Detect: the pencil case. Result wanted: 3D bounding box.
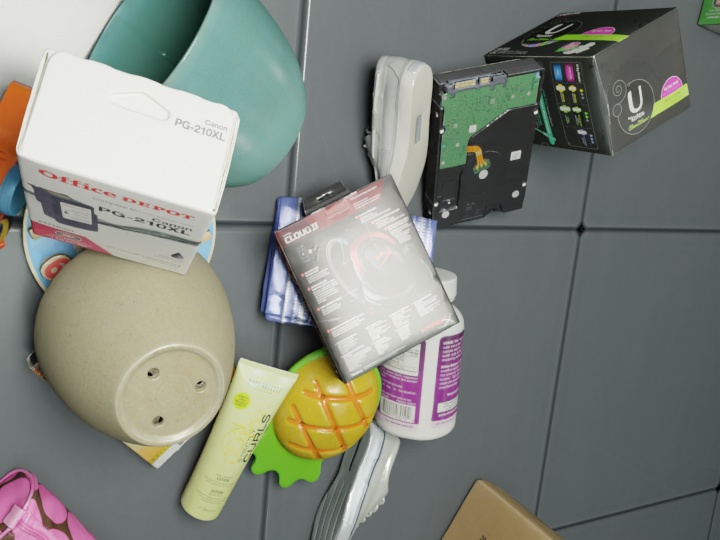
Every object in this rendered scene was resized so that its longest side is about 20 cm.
[{"bbox_3d":[-0.317,0.306,0.822,0.091,0.093,0.202,-42,119,-14],"label":"pencil case"}]

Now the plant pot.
[{"bbox_3d":[-0.147,-0.175,0.741,0.160,0.199,0.203,35,85,-42],"label":"plant pot"}]

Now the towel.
[{"bbox_3d":[-0.013,-0.002,0.911,0.195,0.024,0.149,8,89,-7],"label":"towel"}]

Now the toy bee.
[{"bbox_3d":[-0.349,-0.071,0.714,0.130,0.109,0.201,41,66,-1],"label":"toy bee"}]

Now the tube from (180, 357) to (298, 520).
[{"bbox_3d":[-0.147,0.194,0.890,0.203,0.051,0.058,-62,162,14],"label":"tube"}]

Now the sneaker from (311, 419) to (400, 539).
[{"bbox_3d":[0.000,0.301,1.020,0.070,0.073,0.204,24,90,-29],"label":"sneaker"}]

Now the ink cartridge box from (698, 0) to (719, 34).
[{"bbox_3d":[0.604,-0.458,1.135,0.081,0.146,0.205,7,99,-30],"label":"ink cartridge box"}]

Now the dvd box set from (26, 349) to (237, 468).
[{"bbox_3d":[-0.234,0.108,0.836,0.146,0.029,0.201,-42,127,-8],"label":"dvd box set"}]

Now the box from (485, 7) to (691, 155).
[{"bbox_3d":[0.282,-0.240,0.968,0.147,0.199,0.126,-31,116,-20],"label":"box"}]

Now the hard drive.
[{"bbox_3d":[0.148,-0.155,0.957,0.137,0.038,0.203,-14,133,-15],"label":"hard drive"}]

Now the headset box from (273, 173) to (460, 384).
[{"bbox_3d":[0.000,0.000,0.861,0.146,0.075,0.203,-26,90,-8],"label":"headset box"}]

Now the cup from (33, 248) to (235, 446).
[{"bbox_3d":[-0.199,0.086,0.739,0.196,0.143,0.205,-13,118,-26],"label":"cup"}]

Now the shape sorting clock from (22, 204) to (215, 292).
[{"bbox_3d":[-0.246,-0.040,0.804,0.196,0.039,0.205,-8,107,-29],"label":"shape sorting clock"}]

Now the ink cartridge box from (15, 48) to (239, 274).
[{"bbox_3d":[-0.190,-0.075,0.624,0.142,0.200,0.086,16,72,-16],"label":"ink cartridge box"}]

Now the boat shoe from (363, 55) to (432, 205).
[{"bbox_3d":[0.037,-0.157,0.921,0.072,0.068,0.203,-44,148,-38],"label":"boat shoe"}]

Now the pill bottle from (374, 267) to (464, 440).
[{"bbox_3d":[0.076,0.102,0.990,0.110,0.112,0.205,-4,105,-29],"label":"pill bottle"}]

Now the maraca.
[{"bbox_3d":[-0.056,0.179,0.939,0.136,0.107,0.201,33,100,-24],"label":"maraca"}]

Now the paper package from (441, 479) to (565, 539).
[{"bbox_3d":[0.205,0.439,1.105,0.103,0.199,0.193,35,86,-32],"label":"paper package"}]
